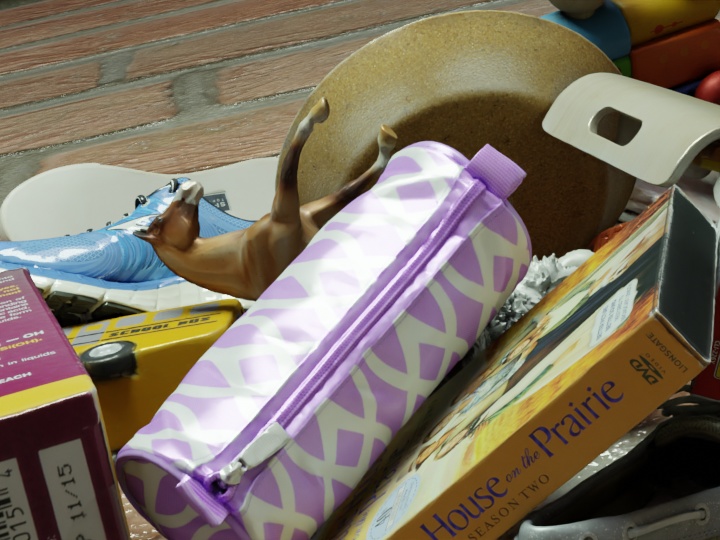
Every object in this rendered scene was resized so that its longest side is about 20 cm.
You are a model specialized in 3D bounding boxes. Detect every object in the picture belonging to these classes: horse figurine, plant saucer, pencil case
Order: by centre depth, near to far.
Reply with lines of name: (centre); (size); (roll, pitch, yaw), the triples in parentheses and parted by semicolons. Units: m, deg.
pencil case: (-0.012, 0.036, 0.721); (0.084, 0.086, 0.200); (35, 63, 10)
horse figurine: (0.000, 0.000, 0.912); (0.133, 0.200, 0.050); (-48, 17, 23)
plant saucer: (0.056, -0.041, 0.949); (0.200, 0.200, 0.035); (-13, 39, -3)

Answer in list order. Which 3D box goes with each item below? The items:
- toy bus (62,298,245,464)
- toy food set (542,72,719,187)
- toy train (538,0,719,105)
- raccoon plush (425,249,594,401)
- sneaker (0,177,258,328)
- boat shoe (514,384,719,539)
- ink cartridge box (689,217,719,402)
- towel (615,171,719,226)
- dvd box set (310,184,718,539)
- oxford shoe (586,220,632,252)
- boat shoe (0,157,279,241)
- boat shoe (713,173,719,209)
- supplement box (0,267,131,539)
toy bus: (-0.157, 0.068, 0.933); (0.200, 0.065, 0.078); (-10, 17, 7)
toy food set: (0.202, -0.037, 0.868); (0.200, 0.061, 0.144); (14, 11, -19)
toy train: (0.187, -0.146, 1.011); (0.200, 0.116, 0.085); (-20, 38, -16)
raccoon plush: (0.037, 0.037, 0.872); (0.200, 0.097, 0.134); (2, 14, 39)
sneaker: (-0.122, -0.002, 0.997); (0.200, 0.079, 0.089); (2, 59, -14)
boat shoe: (0.124, 0.084, 0.691); (0.074, 0.065, 0.202); (4, 23, 42)
ink cartridge box: (0.235, -0.035, 0.693); (0.175, 0.200, 0.084); (13, 20, 7)
towel: (0.132, -0.076, 1.092); (0.200, 0.032, 0.191); (24, 21, -1)
dvd box set: (0.054, 0.060, 0.696); (0.200, 0.029, 0.146); (-43, 6, 23)
oxford shoe: (0.186, 0.017, 0.896); (0.073, 0.071, 0.200); (8, 3, -34)
boat shoe: (-0.132, -0.020, 1.134); (0.200, 0.075, 0.093); (-4, -22, -21)
boat shoe: (0.237, -0.068, 1.052); (0.060, 0.074, 0.200); (-45, 11, 19)
supplement box: (-0.159, 0.092, 0.753); (0.103, 0.131, 0.200); (-16, 19, -14)
